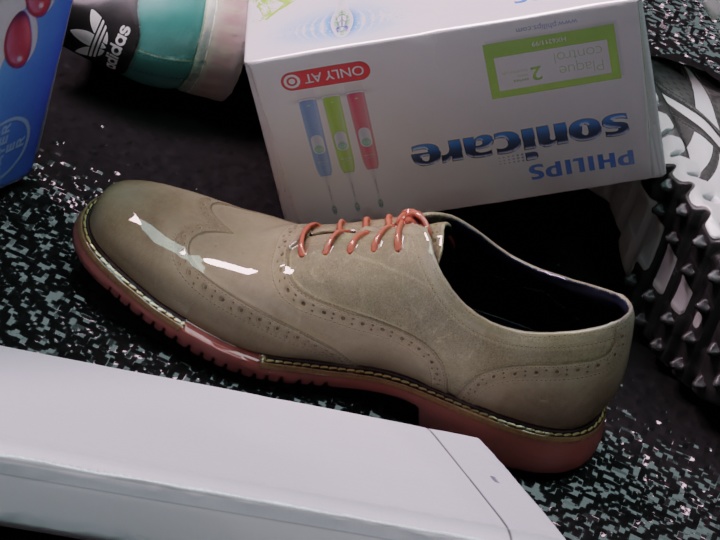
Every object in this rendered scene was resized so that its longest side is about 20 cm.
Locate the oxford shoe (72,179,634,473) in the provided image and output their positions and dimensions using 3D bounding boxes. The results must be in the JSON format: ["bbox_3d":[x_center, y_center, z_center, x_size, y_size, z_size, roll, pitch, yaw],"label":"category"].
[{"bbox_3d":[0.000,0.000,0.820,0.200,0.075,0.071,18,38,-2],"label":"oxford shoe"}]

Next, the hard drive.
[{"bbox_3d":[-0.048,0.059,0.720,0.199,0.027,0.132,11,9,-12],"label":"hard drive"}]

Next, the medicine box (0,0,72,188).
[{"bbox_3d":[-0.190,-0.094,0.759,0.103,0.182,0.200,36,40,20],"label":"medicine box"}]

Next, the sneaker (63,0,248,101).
[{"bbox_3d":[-0.090,-0.151,0.969,0.080,0.071,0.200,12,39,-18],"label":"sneaker"}]

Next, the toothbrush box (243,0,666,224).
[{"bbox_3d":[0.035,-0.115,0.929,0.145,0.086,0.200,-8,40,7],"label":"toothbrush box"}]

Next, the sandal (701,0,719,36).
[{"bbox_3d":[0.138,-0.157,0.929,0.203,0.050,0.083,58,17,-22],"label":"sandal"}]

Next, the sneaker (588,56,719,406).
[{"bbox_3d":[0.141,-0.024,0.923,0.090,0.067,0.200,1,39,-21],"label":"sneaker"}]
